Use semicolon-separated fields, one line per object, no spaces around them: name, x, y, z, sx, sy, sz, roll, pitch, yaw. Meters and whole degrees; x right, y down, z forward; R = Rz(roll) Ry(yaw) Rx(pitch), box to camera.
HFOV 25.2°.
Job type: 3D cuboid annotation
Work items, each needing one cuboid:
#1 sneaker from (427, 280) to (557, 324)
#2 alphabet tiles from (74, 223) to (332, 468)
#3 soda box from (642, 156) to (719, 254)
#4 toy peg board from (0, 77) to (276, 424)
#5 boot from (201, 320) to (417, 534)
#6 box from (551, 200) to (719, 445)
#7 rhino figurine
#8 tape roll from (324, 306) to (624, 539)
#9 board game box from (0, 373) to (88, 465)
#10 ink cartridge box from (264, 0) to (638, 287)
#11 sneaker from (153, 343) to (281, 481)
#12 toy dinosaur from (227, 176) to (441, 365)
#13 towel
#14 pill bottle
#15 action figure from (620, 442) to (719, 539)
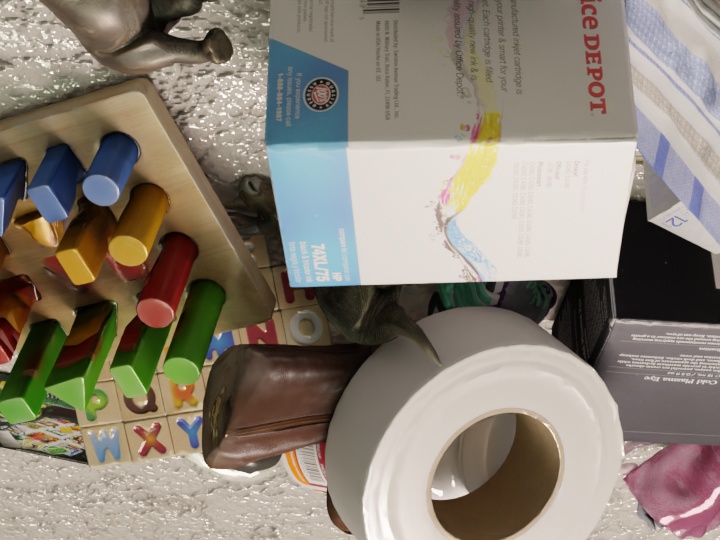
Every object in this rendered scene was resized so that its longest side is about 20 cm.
sneaker;0.107;0.003;1.176;0.087;0.075;0.200;-11;158;-14
alphabet tiles;-0.121;0.055;1.184;0.199;0.008;0.168;-9;104;6
soda box;0.272;-0.088;1.016;0.068;0.064;0.200;22;141;-29
toy peg board;-0.192;0.002;1.071;0.199;0.098;0.199;-14;125;21
boot;-0.046;0.123;1.126;0.200;0.064;0.187;-10;122;-49
box;0.257;0.044;1.190;0.199;0.104;0.182;4;147;-5
rhino figurine;-0.158;-0.175;0.881;0.087;0.060;0.200;-9;145;34
tape roll;0.080;0.129;1.113;0.202;0.071;0.203;-9;113;-21
board game box;-0.305;0.124;1.395;0.199;0.024;0.105;15;147;-24
ink cartridge box;0.052;-0.090;0.936;0.199;0.147;0.146;-1;147;3
sneaker;-0.122;0.080;1.226;0.088;0.076;0.200;-35;109;31
toy dinosaur;0.000;0.000;1.098;0.102;0.200;0.077;-48;155;23
towel;0.194;-0.099;0.934;0.024;0.147;0.200;-29;151;-10
pill bottle;0.040;0.129;1.261;0.200;0.113;0.113;4;156;39
action figure;0.326;0.145;1.392;0.149;0.134;0.200;42;132;13
